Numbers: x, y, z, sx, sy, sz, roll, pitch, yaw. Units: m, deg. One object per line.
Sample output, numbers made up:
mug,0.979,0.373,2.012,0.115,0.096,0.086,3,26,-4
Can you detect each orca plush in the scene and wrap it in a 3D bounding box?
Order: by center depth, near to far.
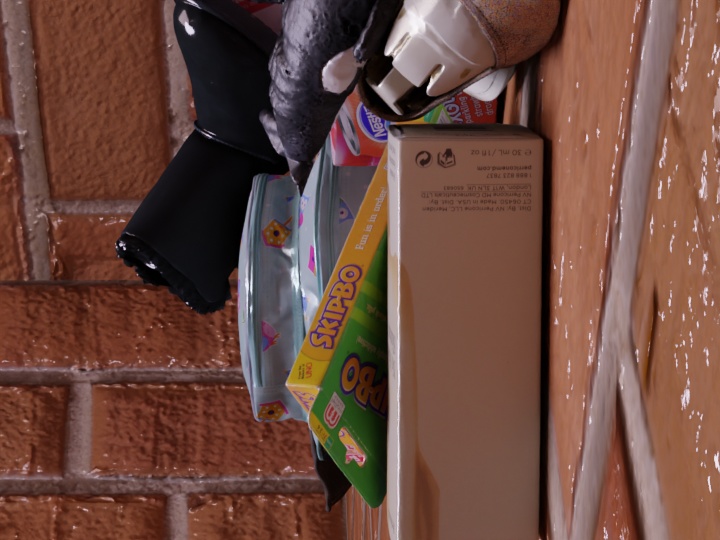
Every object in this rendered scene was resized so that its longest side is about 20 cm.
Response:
orca plush,-0.026,-0.131,1.027,0.200,0.071,0.105,121,167,-55

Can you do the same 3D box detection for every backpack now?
backpack,0.000,0.000,1.342,0.176,0.153,0.200,-85,4,-54

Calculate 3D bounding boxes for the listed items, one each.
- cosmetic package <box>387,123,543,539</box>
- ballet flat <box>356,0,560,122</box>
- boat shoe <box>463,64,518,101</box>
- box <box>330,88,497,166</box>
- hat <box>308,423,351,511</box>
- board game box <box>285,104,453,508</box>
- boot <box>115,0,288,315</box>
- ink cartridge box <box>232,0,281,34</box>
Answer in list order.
cosmetic package,0.049,0.030,1.046,0.105,0.071,0.200,-106,16,-83
ballet flat,0.040,-0.106,0.997,0.068,0.067,0.200,47,165,1
boat shoe,0.064,-0.164,1.059,0.062,0.073,0.200,-44,-30,-24
box,0.027,-0.165,1.240,0.100,0.095,0.200,92,177,-51
hat,0.021,0.079,1.530,0.201,0.081,0.201,5,-90,-80
board game box,0.018,0.017,1.121,0.096,0.030,0.200,56,-135,-47
boot,-0.102,-0.072,1.370,0.163,0.073,0.198,-56,-29,-10
ink cartridge box,-0.022,-0.199,1.431,0.200,0.083,0.147,46,-149,-42
